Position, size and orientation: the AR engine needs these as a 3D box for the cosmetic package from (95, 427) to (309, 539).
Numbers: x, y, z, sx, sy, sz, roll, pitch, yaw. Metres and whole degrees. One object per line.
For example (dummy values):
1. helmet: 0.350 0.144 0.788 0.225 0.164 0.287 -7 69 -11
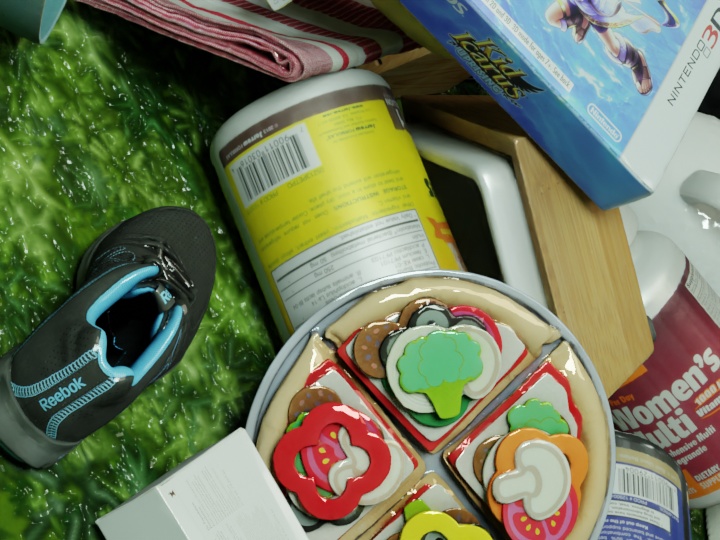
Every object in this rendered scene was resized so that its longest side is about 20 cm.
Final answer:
1. cosmetic package: -0.043 0.184 1.141 0.201 0.051 0.082 60 31 0

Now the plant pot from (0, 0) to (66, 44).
1. plant pot: -0.188 -0.229 1.163 0.134 0.201 0.201 19 43 -4

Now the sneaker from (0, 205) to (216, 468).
1. sneaker: -0.106 0.023 1.150 0.073 0.082 0.200 49 34 -12

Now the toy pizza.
1. toy pizza: 0.038 0.100 1.208 0.201 0.200 0.032 53 -6 -11

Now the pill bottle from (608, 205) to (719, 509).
1. pill bottle: 0.180 0.046 1.486 0.200 0.109 0.110 48 35 -17

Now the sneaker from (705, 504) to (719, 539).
1. sneaker: 0.305 0.137 1.581 0.077 0.111 0.200 54 34 -9

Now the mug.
1. mug: 0.247 -0.020 1.556 0.175 0.200 0.148 41 81 -11

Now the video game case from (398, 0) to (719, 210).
1. video game case: 0.111 -0.165 1.219 0.200 0.045 0.182 44 57 -21

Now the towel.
1. towel: -0.050 -0.147 1.314 0.143 0.023 0.200 23 20 19

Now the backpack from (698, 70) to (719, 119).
1. backpack: 0.220 -0.195 1.638 0.183 0.200 0.147 42 38 -24

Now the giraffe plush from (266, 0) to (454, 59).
1. giraffe plush: 0.010 -0.214 1.330 0.162 0.199 0.173 -136 -150 -63

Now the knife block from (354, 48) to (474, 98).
1. knife block: 0.040 -0.148 1.506 0.199 0.176 0.064 -23 80 -11

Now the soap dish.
1. soap dish: 0.087 -0.018 1.322 0.200 0.081 0.158 -146 -142 -71

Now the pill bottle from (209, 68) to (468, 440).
1. pill bottle: 0.000 0.000 1.283 0.109 0.109 0.201 -6 71 -54

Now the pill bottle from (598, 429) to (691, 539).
1. pill bottle: 0.131 0.197 1.305 0.112 0.112 0.201 35 41 -32
